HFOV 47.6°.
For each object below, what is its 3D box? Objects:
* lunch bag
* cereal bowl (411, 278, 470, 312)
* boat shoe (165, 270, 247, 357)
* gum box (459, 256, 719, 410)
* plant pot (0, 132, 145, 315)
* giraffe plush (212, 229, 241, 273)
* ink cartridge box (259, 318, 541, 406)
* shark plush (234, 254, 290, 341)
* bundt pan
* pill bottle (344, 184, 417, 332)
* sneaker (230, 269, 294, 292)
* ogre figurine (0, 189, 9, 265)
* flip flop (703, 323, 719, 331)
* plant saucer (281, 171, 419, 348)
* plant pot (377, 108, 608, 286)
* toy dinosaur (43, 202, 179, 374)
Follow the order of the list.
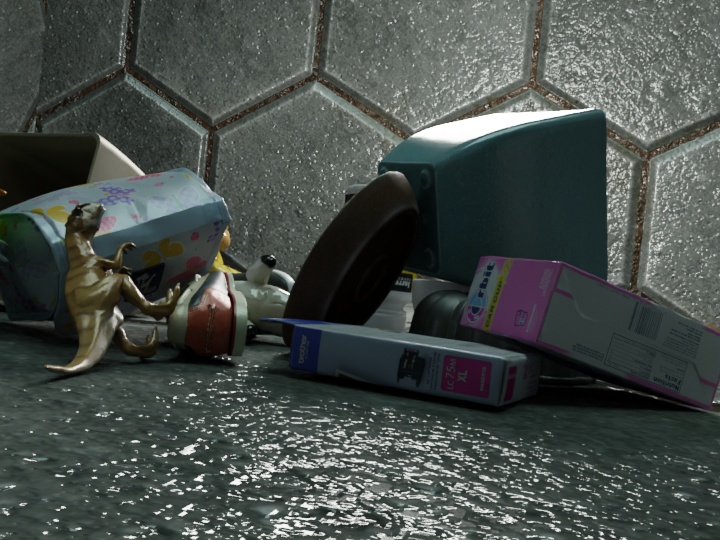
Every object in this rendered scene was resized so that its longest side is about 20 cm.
[{"bbox_3d":[-0.237,-0.021,0.760,0.169,0.128,0.199,-24,12,-39],"label":"lunch bag"},{"bbox_3d":[0.160,0.059,1.020,0.199,0.084,0.200,6,1,0],"label":"cereal bowl"},{"bbox_3d":[-0.143,0.038,0.728,0.062,0.072,0.200,3,5,-15],"label":"boat shoe"},{"bbox_3d":[0.201,0.053,0.689,0.199,0.066,0.113,22,-6,-22],"label":"gum box"},{"bbox_3d":[-0.341,-0.039,0.982,0.199,0.201,0.177,6,-11,31],"label":"plant pot"},{"bbox_3d":[-0.310,-0.032,1.635,0.199,0.163,0.172,6,1,18],"label":"giraffe plush"},{"bbox_3d":[0.031,0.068,0.641,0.199,0.042,0.119,9,0,25],"label":"ink cartridge box"},{"bbox_3d":[-0.133,0.058,0.889,0.199,0.091,0.083,-19,-35,35],"label":"shark plush"},{"bbox_3d":[0.143,0.063,0.833,0.201,0.076,0.202,7,0,0],"label":"bundt pan"},{"bbox_3d":[0.026,-0.014,1.150,0.114,0.201,0.114,5,0,0],"label":"pill bottle"},{"bbox_3d":[-0.181,0.034,1.097,0.199,0.071,0.099,-2,-3,41],"label":"sneaker"},{"bbox_3d":[-0.368,-0.042,0.680,0.120,0.099,0.199,21,-16,-39],"label":"ogre figurine"},{"bbox_3d":[0.526,0.110,1.272,0.081,0.058,0.200,6,0,-31],"label":"flip flop"},{"bbox_3d":[0.000,0.000,0.788,0.034,0.201,0.200,32,9,18],"label":"plant saucer"},{"bbox_3d":[0.132,-0.073,0.907,0.199,0.197,0.196,-9,12,-29],"label":"plant pot"},{"bbox_3d":[-0.189,0.031,0.592,0.106,0.060,0.200,25,27,-35],"label":"toy dinosaur"}]
